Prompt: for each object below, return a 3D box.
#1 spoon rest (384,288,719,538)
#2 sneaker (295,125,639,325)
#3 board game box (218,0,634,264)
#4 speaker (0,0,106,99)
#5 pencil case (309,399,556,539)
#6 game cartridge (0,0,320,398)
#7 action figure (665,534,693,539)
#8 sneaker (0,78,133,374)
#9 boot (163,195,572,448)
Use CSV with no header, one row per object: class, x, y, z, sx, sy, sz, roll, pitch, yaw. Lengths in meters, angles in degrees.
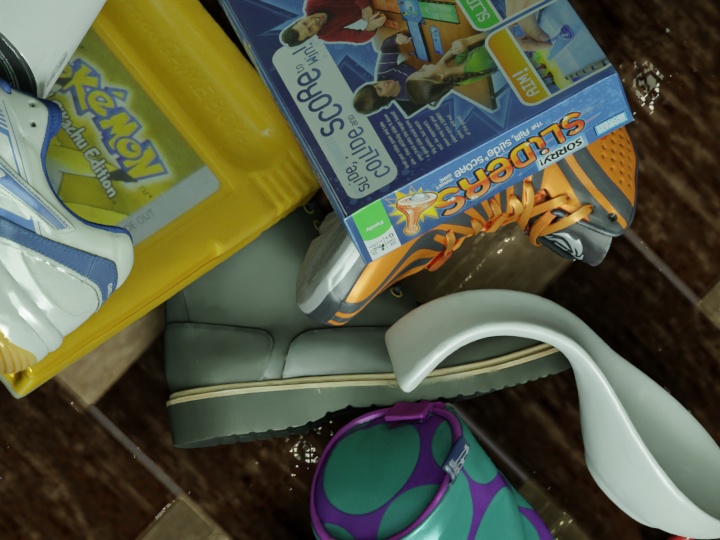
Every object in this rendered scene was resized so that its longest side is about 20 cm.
spoon rest,0.106,0.062,1.345,0.199,0.100,0.061,27,117,-30
sneaker,0.062,-0.028,1.365,0.112,0.078,0.200,44,66,-9
board game box,0.020,-0.108,1.331,0.135,0.200,0.035,-28,138,-1
speaker,-0.136,-0.156,1.309,0.081,0.081,0.201,32,52,-7
pencil case,0.066,0.144,1.371,0.200,0.085,0.093,46,64,-33
game cartridge,-0.132,-0.062,1.324,0.200,0.032,0.177,-36,83,-35
action figure,0.230,0.089,1.409,0.065,0.099,0.200,44,89,-8
sneaker,-0.173,-0.057,1.232,0.088,0.075,0.201,-36,93,-16
boot,0.000,0.000,1.398,0.199,0.077,0.139,-8,83,-13
